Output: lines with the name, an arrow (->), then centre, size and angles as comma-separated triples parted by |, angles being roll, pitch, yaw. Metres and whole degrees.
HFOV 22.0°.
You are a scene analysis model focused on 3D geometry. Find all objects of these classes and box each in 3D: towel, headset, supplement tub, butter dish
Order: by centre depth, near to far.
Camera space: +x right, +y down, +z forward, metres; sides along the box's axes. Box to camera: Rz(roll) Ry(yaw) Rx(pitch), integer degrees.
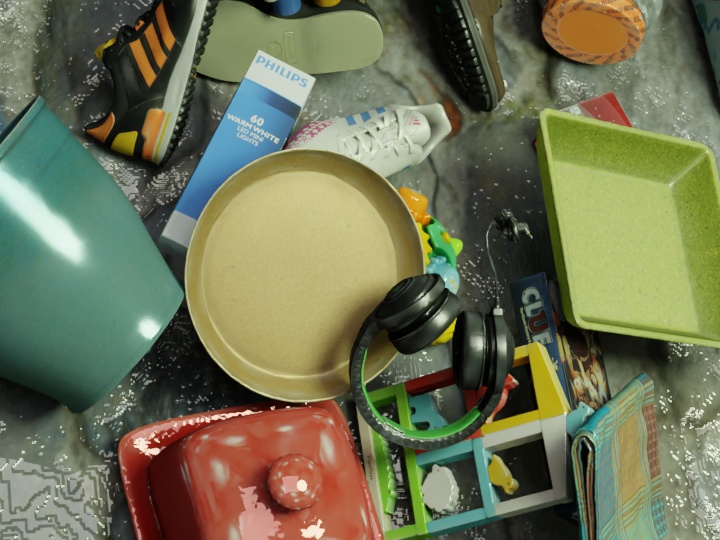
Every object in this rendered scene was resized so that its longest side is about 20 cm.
butter dish -> -0.067, 0.182, 1.425 | 0.198, 0.148, 0.201 | -10, 70, -21
headset -> 0.071, 0.044, 1.473 | 0.123, 0.094, 0.201 | 30, 100, -11
towel -> 0.213, 0.174, 1.493 | 0.200, 0.022, 0.148 | -24, 110, -64
supplement tub -> 0.236, -0.304, 1.764 | 0.122, 0.123, 0.201 | 20, 62, -8

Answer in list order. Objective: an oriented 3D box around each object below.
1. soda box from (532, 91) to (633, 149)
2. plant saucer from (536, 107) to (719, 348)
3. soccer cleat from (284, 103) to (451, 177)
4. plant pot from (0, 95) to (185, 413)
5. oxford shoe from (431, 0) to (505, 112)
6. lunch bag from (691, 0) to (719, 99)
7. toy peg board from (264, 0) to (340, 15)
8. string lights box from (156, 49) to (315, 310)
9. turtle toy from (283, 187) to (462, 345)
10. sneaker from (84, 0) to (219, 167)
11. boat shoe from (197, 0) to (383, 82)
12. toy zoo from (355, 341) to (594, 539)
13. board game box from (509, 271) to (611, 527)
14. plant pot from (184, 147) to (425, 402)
soda box -> 0.239, -0.057, 1.683 | 0.070, 0.063, 0.201 | -19, 74, -26
plant saucer -> 0.231, -0.025, 1.582 | 0.199, 0.048, 0.201 | 9, 63, -32
soccer cleat -> 0.007, -0.109, 1.574 | 0.200, 0.086, 0.070 | -29, 96, -56
plant pot -> -0.244, 0.002, 1.433 | 0.188, 0.200, 0.200 | 42, 60, -12
oxford shoe -> 0.107, -0.247, 1.697 | 0.084, 0.073, 0.201 | -18, 97, -24
lunch bag -> 0.404, -0.258, 1.753 | 0.127, 0.200, 0.171 | -4, 68, -20
toy peg board -> -0.049, -0.303, 1.659 | 0.198, 0.098, 0.200 | -29, 50, -20
string lights box -> -0.111, -0.075, 1.554 | 0.059, 0.103, 0.201 | 26, 61, -3
turtle toy -> 0.000, 0.000, 1.556 | 0.199, 0.101, 0.146 | -16, 72, -21
sneaker -> -0.177, -0.193, 1.564 | 0.089, 0.070, 0.201 | 15, 100, -1
boat shoe -> -0.081, -0.213, 1.656 | 0.200, 0.074, 0.063 | -1, 27, -7
toy zoo -> 0.095, 0.138, 1.496 | 0.199, 0.020, 0.132 | -18, 66, 21
board game box -> 0.180, 0.116, 1.551 | 0.034, 0.135, 0.201 | -17, 67, 19
plant pot -> -0.046, 0.003, 1.472 | 0.199, 0.027, 0.202 | -2, 95, -19
